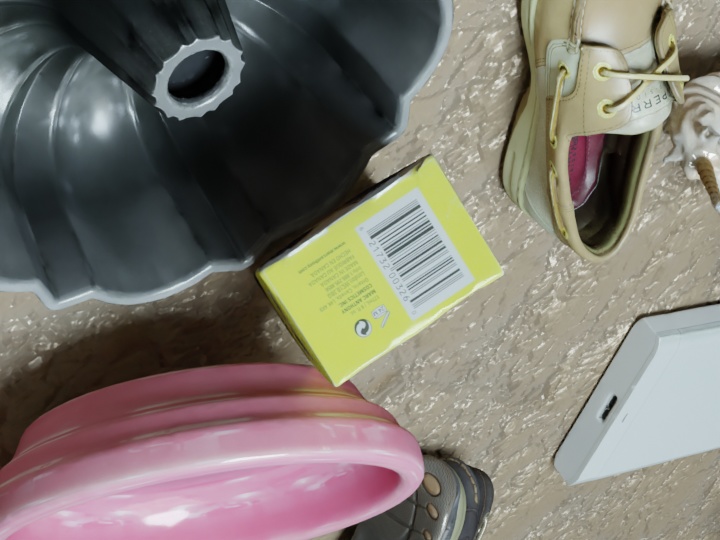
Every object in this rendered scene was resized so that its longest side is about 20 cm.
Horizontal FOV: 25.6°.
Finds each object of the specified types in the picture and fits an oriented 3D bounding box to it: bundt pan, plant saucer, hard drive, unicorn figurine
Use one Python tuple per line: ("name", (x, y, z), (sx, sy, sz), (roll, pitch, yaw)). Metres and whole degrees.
("bundt pan", (-0.069, -0.085, 0.525), (0.200, 0.076, 0.203), (-24, 144, -19))
("plant saucer", (-0.072, 0.088, 0.702), (0.198, 0.051, 0.201), (-9, 161, -3))
("hard drive", (0.228, 0.072, 1.031), (0.198, 0.026, 0.133), (-7, 137, -36))
("unicorn figurine", (0.208, -0.075, 0.778), (0.138, 0.073, 0.201), (49, 64, -41))

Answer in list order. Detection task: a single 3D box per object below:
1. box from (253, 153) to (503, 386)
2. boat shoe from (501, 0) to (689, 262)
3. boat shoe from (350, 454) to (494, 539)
("box", (0.000, 0.000, 0.622), (0.075, 0.050, 0.200), (-34, -178, -5))
("boat shoe", (0.112, -0.085, 0.698), (0.073, 0.067, 0.201), (-24, 144, -19))
("boat shoe", (0.019, 0.193, 0.944), (0.073, 0.075, 0.201), (4, 130, -44))
